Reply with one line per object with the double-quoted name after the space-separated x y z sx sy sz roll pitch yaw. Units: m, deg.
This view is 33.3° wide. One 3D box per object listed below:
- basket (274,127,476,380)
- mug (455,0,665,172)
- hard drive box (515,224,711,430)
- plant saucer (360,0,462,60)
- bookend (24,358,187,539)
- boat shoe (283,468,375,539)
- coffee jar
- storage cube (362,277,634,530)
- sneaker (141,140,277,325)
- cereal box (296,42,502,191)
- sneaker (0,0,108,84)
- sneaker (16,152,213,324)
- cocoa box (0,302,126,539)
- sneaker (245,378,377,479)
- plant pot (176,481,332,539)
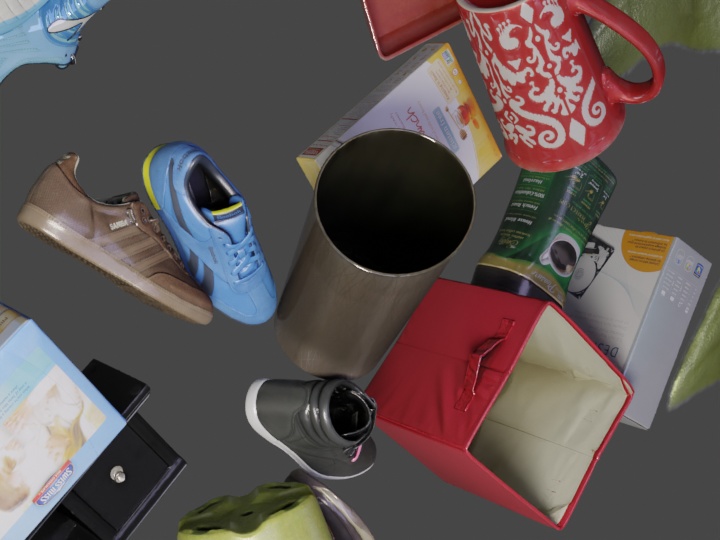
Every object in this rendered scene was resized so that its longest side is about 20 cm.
0.000 0.000 1.080 0.135 0.201 0.181 32 47 4 "basket"
0.196 -0.226 1.209 0.177 0.134 0.200 -26 131 7 "mug"
0.279 0.058 1.346 0.077 0.155 0.201 29 80 -37 "hard drive box"
0.055 -0.335 1.179 0.199 0.037 0.201 -32 116 -30 "plant saucer"
-0.214 0.221 1.025 0.199 0.092 0.200 -51 129 -21 "bookend"
-0.023 0.286 1.203 0.073 0.074 0.201 -41 114 -18 "boat shoe"
0.197 -0.037 1.309 0.104 0.085 0.201 35 76 -39 "coffee jar"
0.137 0.130 1.233 0.200 0.179 0.172 42 73 -34 "storage cube"
-0.122 -0.026 1.071 0.066 0.078 0.201 -43 122 -26 "sneaker"
0.043 -0.113 1.206 0.200 0.039 0.144 -45 121 -23 "cereal box"
-0.245 -0.211 0.960 0.199 0.078 0.090 -35 136 -24 "sneaker"
-0.191 -0.023 1.022 0.200 0.070 0.076 36 75 -37 "sneaker"
-0.307 0.133 0.914 0.200 0.131 0.134 -50 129 -20 "cocoa box"
-0.016 0.157 1.154 0.200 0.099 0.071 39 57 -48 "sneaker"
-0.085 0.302 1.101 0.199 0.200 0.186 -18 98 -34 "plant pot"
